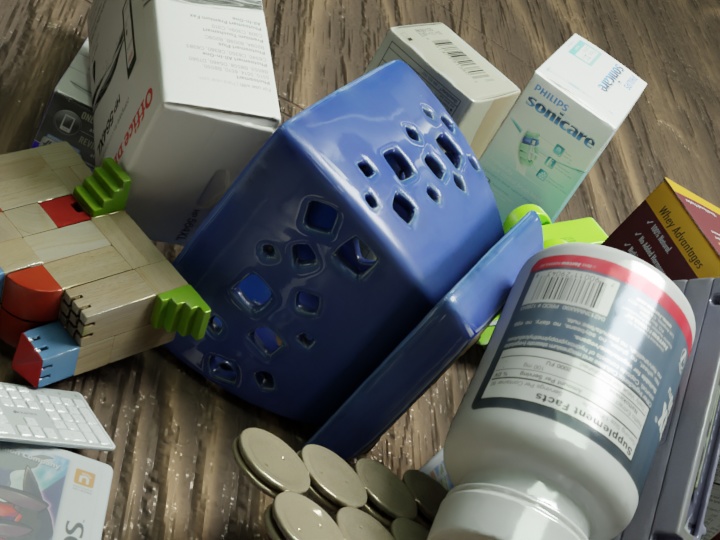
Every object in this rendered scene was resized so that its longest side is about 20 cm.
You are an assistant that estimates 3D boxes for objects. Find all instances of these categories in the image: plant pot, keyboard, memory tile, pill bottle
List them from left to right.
[{"bbox_3d":[-0.227,0.074,0.699,0.199,0.011,0.056,14,16,-45],"label":"keyboard"},{"bbox_3d":[0.000,0.000,0.879,0.180,0.200,0.200,43,33,4],"label":"plant pot"},{"bbox_3d":[0.018,0.163,0.739,0.199,0.017,0.154,24,23,-45],"label":"memory tile"},{"bbox_3d":[0.117,0.094,0.761,0.119,0.120,0.201,31,59,-3],"label":"pill bottle"}]

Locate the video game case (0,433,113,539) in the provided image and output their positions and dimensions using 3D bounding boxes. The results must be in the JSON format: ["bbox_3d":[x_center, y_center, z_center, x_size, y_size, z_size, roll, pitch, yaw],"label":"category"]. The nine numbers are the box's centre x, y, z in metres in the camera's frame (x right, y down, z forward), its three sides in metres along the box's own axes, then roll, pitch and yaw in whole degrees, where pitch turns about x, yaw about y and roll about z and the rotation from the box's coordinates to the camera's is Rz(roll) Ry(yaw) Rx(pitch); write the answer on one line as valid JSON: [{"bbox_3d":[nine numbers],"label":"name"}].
[{"bbox_3d":[-0.230,0.137,0.642,0.199,0.023,0.183,22,33,-17],"label":"video game case"}]

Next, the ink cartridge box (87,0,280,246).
[{"bbox_3d":[-0.128,-0.140,0.882,0.084,0.146,0.201,8,53,-26],"label":"ink cartridge box"}]

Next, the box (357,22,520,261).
[{"bbox_3d":[0.027,-0.085,1.005,0.095,0.201,0.078,45,34,18],"label":"box"}]

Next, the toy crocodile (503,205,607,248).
[{"bbox_3d":[0.110,-0.002,1.021,0.198,0.062,0.068,-13,38,-19],"label":"toy crocodile"}]

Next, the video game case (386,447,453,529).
[{"bbox_3d":[0.080,0.212,0.817,0.182,0.022,0.200,41,33,13],"label":"video game case"}]

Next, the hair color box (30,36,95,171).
[{"bbox_3d":[-0.180,-0.141,1.029,0.109,0.065,0.201,27,31,-11],"label":"hair color box"}]

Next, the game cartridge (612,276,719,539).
[{"bbox_3d":[0.181,0.100,0.842,0.038,0.129,0.201,33,65,-30],"label":"game cartridge"}]

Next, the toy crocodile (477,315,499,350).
[{"bbox_3d":[0.158,0.049,1.080,0.199,0.062,0.067,-4,11,-42],"label":"toy crocodile"}]

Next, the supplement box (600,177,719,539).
[{"bbox_3d":[0.237,0.083,0.944,0.132,0.200,0.198,21,32,-37],"label":"supplement box"}]

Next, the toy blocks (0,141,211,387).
[{"bbox_3d":[-0.208,-0.004,0.799,0.136,0.100,0.200,-19,54,-40],"label":"toy blocks"}]

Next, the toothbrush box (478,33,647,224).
[{"bbox_3d":[0.154,-0.091,1.129,0.085,0.201,0.146,36,32,6],"label":"toothbrush box"}]
